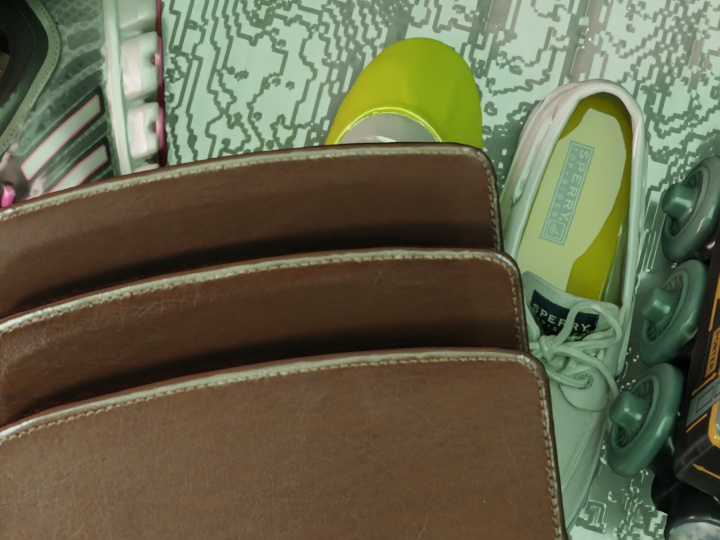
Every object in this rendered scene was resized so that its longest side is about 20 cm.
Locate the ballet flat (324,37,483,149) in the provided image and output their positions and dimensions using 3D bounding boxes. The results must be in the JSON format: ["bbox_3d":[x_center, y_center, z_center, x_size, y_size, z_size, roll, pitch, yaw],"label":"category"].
[{"bbox_3d":[0.000,0.000,0.995,0.066,0.067,0.201,22,86,1],"label":"ballet flat"}]

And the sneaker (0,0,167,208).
[{"bbox_3d":[-0.119,-0.027,0.990,0.087,0.074,0.201,-1,82,-3],"label":"sneaker"}]

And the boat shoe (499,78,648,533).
[{"bbox_3d":[0.077,0.022,0.988,0.074,0.086,0.203,16,86,-2],"label":"boat shoe"}]

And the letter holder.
[{"bbox_3d":[-0.037,0.037,0.899,0.198,0.101,0.143,-8,105,-3],"label":"letter holder"}]

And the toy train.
[{"bbox_3d":[0.159,0.014,0.951,0.085,0.114,0.201,28,53,-12],"label":"toy train"}]
